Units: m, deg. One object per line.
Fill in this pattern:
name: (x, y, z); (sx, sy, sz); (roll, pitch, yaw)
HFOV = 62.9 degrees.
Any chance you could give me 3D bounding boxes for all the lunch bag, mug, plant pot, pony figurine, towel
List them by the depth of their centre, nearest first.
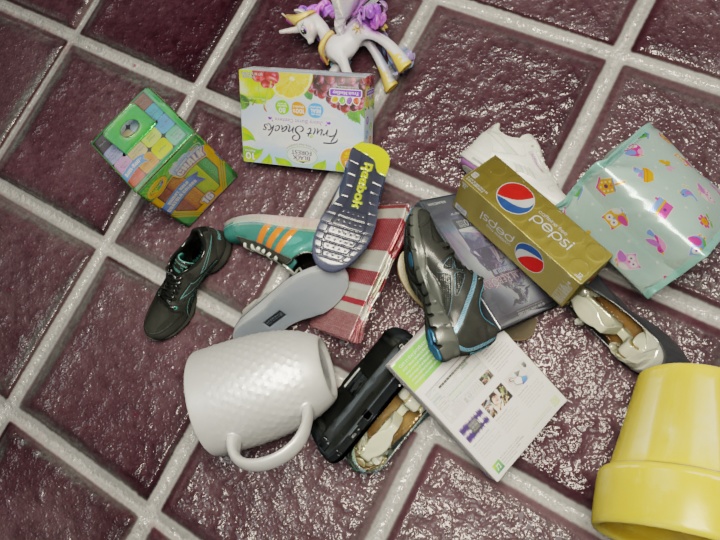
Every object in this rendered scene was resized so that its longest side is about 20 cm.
plant pot: (0.374, 0.217, 0.663); (0.200, 0.201, 0.189); (10, 63, 15)
lunch bag: (0.376, -0.088, 0.753); (0.200, 0.122, 0.170); (-33, 74, -36)
mug: (-0.124, 0.173, 0.783); (0.175, 0.148, 0.200); (-17, 39, 5)
towel: (0.000, 0.000, 0.833); (0.023, 0.144, 0.201); (28, 82, -26)
pony figurine: (-0.008, -0.372, 0.915); (0.193, 0.167, 0.200); (-37, 88, 13)

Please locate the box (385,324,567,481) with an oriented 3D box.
box: (0.149, 0.144, 0.754); (0.144, 0.036, 0.200); (-43, 93, -15)

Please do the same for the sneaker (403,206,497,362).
sneaker: (0.105, 0.011, 0.729); (0.082, 0.073, 0.201); (-12, 71, -6)

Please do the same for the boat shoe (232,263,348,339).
boat shoe: (-0.100, 0.036, 0.857); (0.202, 0.075, 0.086); (-36, 29, 23)

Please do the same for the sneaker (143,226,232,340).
sneaker: (-0.281, 0.015, 0.908); (0.075, 0.079, 0.200); (30, 86, 17)

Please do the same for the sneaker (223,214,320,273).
sneaker: (-0.120, -0.037, 0.887); (0.199, 0.071, 0.080); (4, 80, 18)

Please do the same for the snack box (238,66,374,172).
snack box: (-0.082, -0.231, 0.901); (0.199, 0.053, 0.143); (8, 116, 15)

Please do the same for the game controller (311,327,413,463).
game controller: (0.007, 0.165, 0.803); (0.042, 0.104, 0.200); (41, 87, -17)

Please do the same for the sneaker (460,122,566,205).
sneaker: (0.241, -0.137, 0.828); (0.200, 0.075, 0.100); (39, 86, 17)

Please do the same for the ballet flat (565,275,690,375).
ballet flat: (0.331, 0.079, 0.757); (0.073, 0.073, 0.200); (-41, 70, 0)

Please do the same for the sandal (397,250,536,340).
sandal: (0.137, 0.039, 0.819); (0.211, 0.070, 0.078); (27, 83, -6)

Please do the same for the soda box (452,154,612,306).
soda box: (0.215, -0.053, 0.756); (0.068, 0.064, 0.200); (-36, 70, -22)

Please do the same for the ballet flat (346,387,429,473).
ballet flat: (0.055, 0.193, 0.793); (0.074, 0.074, 0.200); (35, 88, 18)

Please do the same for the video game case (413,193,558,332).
video game case: (0.174, -0.021, 0.797); (0.143, 0.019, 0.200); (-15, 66, -38)

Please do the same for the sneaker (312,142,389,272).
sneaker: (-0.011, -0.079, 0.822); (0.074, 0.082, 0.200); (23, 65, -1)

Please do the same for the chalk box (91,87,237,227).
chalk box: (-0.302, -0.176, 0.894); (0.124, 0.200, 0.124); (-46, 72, -1)
